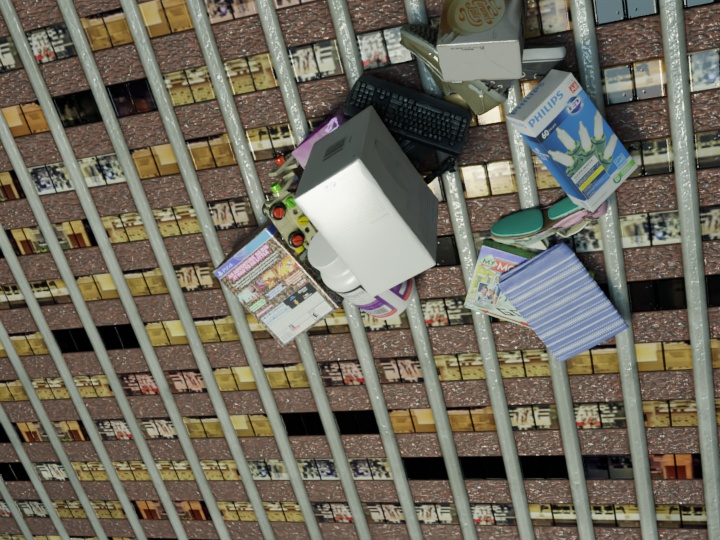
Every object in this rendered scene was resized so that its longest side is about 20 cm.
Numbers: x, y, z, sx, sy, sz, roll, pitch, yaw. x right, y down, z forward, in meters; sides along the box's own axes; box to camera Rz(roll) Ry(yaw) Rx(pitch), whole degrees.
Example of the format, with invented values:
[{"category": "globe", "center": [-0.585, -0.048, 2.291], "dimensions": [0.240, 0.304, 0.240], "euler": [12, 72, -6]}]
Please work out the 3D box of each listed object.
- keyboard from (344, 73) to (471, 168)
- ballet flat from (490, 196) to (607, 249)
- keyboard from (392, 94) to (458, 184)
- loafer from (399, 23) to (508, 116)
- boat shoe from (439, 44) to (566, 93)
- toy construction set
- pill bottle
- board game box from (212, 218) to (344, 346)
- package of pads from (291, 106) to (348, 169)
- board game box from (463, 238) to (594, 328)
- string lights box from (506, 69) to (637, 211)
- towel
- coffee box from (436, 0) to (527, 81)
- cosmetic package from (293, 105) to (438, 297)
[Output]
[{"category": "keyboard", "center": [0.070, -0.229, 1.334], "dimensions": [0.199, 0.021, 0.128], "euler": [18, 94, -3]}, {"category": "ballet flat", "center": [0.319, -0.076, 1.381], "dimensions": [0.200, 0.069, 0.071], "euler": [-23, 128, 27]}, {"category": "keyboard", "center": [0.081, -0.186, 1.368], "dimensions": [0.200, 0.021, 0.127], "euler": [-36, 97, 3]}, {"category": "loafer", "center": [0.137, -0.311, 1.298], "dimensions": [0.200, 0.075, 0.070], "euler": [36, 125, -5]}, {"category": "boat shoe", "center": [0.216, -0.301, 1.246], "dimensions": [0.199, 0.070, 0.066], "euler": [-9, 111, -16]}, {"category": "toy construction set", "center": [-0.099, -0.110, 1.463], "dimensions": [0.200, 0.131, 0.092], "euler": [53, 164, -13]}, {"category": "pill bottle", "center": [0.000, 0.000, 1.443], "dimensions": [0.111, 0.112, 0.200], "euler": [-23, 143, 27]}, {"category": "board game box", "center": [-0.145, 0.014, 1.557], "dimensions": [0.159, 0.097, 0.200], "euler": [-35, 103, 30]}, {"category": "package of pads", "center": [-0.012, -0.169, 1.425], "dimensions": [0.120, 0.076, 0.200], "euler": [-35, 104, 26]}, {"category": "board game box", "center": [0.296, 0.034, 1.465], "dimensions": [0.199, 0.029, 0.135], "euler": [17, 123, 8]}, {"category": "string lights box", "center": [0.323, -0.197, 1.258], "dimensions": [0.103, 0.059, 0.200], "euler": [-46, 117, 1]}, {"category": "towel", "center": [0.350, 0.056, 1.434], "dimensions": [0.145, 0.024, 0.200], "euler": [-33, 106, 28]}, {"category": "coffee box", "center": [0.179, -0.373, 1.173], "dimensions": [0.114, 0.201, 0.080], "euler": [2, 153, 17]}, {"category": "cosmetic package", "center": [0.017, -0.106, 1.251], "dimensions": [0.123, 0.200, 0.200], "euler": [-30, 114, 23]}]
